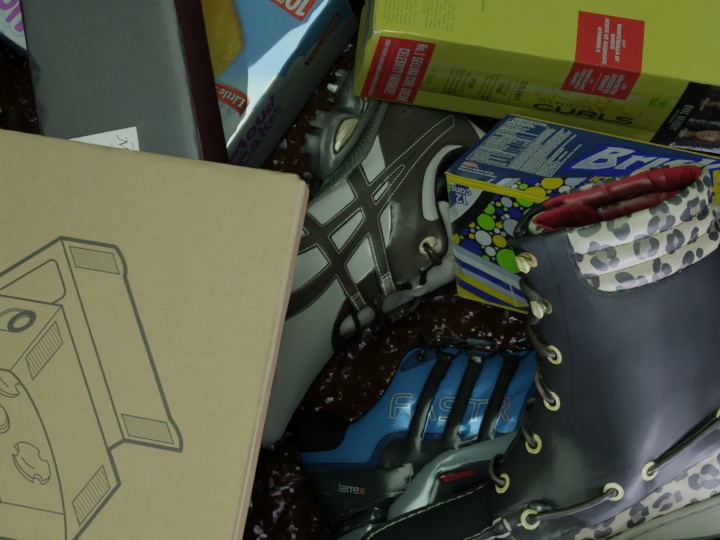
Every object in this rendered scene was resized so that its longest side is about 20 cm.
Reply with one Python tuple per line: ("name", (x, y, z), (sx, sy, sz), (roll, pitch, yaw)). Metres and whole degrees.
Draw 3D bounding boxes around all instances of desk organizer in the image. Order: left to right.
("desk organizer", (-0.106, -0.089, 0.895), (0.071, 0.077, 0.202), (-12, 79, 7))

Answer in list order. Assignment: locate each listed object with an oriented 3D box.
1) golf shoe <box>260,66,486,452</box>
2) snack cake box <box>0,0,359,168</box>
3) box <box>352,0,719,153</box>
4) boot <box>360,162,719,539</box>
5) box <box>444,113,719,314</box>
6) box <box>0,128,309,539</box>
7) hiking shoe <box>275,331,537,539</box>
("golf shoe", (0.000, 0.000, 0.919), (0.094, 0.078, 0.201), (20, 74, 8))
("snack cake box", (-0.114, -0.138, 0.979), (0.199, 0.067, 0.115), (35, 86, 13))
("box", (0.100, -0.101, 0.908), (0.198, 0.075, 0.051), (9, 70, -6))
("boot", (0.076, 0.051, 0.820), (0.202, 0.074, 0.155), (-18, 110, 8))
("box", (0.139, -0.009, 0.867), (0.199, 0.070, 0.064), (15, 40, 31))
("box", (-0.117, 0.050, 0.764), (0.162, 0.021, 0.202), (9, 82, 9))
("hiking shoe", (0.059, 0.058, 0.912), (0.199, 0.074, 0.087), (-31, 78, 2))
